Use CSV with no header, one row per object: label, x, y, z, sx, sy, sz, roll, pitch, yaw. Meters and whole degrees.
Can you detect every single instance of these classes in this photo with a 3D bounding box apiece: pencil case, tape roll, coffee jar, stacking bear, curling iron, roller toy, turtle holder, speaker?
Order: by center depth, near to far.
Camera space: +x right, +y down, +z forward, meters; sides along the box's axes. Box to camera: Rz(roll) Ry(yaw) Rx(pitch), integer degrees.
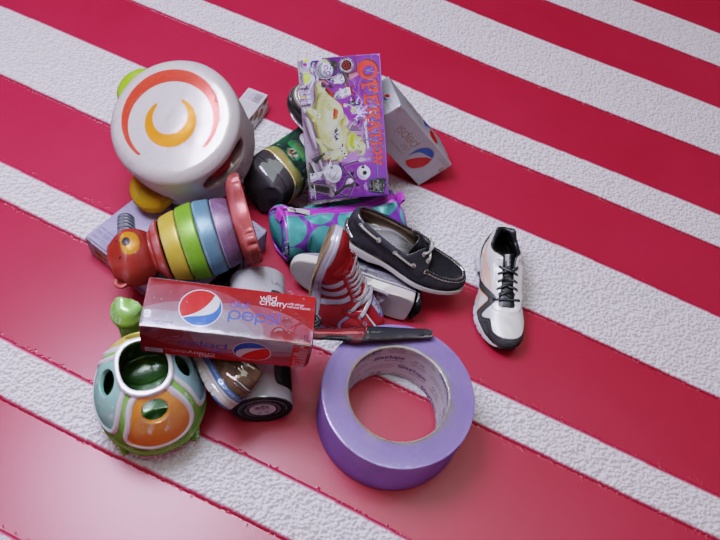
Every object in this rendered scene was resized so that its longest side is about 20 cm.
turtle holder,-0.261,0.130,0.934,0.140,0.132,0.186,8,56,-3
curling iron,-0.003,0.074,0.973,0.199,0.026,0.050,5,59,-5
tape roll,0.043,0.177,0.979,0.199,0.085,0.201,5,56,-7
stacking bear,-0.242,-0.036,1.004,0.199,0.114,0.122,-16,70,-7
speaker,-0.137,0.095,1.008,0.081,0.081,0.201,-1,56,-9
roller toy,-0.248,-0.189,1.068,0.181,0.140,0.201,-5,78,3
pencil case,-0.033,-0.069,1.126,0.199,0.093,0.085,-11,50,-17
coffee jar,-0.092,-0.176,1.179,0.200,0.104,0.085,-40,85,-28

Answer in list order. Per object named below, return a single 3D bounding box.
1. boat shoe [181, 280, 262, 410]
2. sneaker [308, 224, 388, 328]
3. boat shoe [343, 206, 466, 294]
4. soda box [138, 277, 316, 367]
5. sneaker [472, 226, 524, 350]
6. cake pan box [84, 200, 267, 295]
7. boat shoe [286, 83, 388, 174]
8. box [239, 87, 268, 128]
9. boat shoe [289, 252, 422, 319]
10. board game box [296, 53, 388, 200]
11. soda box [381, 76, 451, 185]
boat shoe,-0.184,0.081,0.953,0.072,0.072,0.200,-36,61,0
sneaker,-0.009,0.020,1.005,0.112,0.200,0.071,19,54,2
boat shoe,0.069,-0.030,1.066,0.199,0.060,0.074,27,43,-6
soda box,-0.155,0.063,0.882,0.199,0.064,0.070,8,55,-7
sneaker,0.209,0.022,1.112,0.073,0.080,0.201,3,58,-8
cake pan box,-0.264,-0.040,1.096,0.200,0.052,0.184,34,60,14
boat shoe,-0.035,-0.199,1.128,0.200,0.057,0.067,48,66,-11
box,-0.216,-0.224,1.231,0.041,0.039,0.200,22,56,10
boat shoe,0.000,0.000,1.105,0.199,0.075,0.093,21,49,-4
board game box,-0.024,-0.205,1.074,0.119,0.201,0.032,-5,14,-2
soda box,0.070,-0.215,1.176,0.068,0.200,0.064,-29,59,17
